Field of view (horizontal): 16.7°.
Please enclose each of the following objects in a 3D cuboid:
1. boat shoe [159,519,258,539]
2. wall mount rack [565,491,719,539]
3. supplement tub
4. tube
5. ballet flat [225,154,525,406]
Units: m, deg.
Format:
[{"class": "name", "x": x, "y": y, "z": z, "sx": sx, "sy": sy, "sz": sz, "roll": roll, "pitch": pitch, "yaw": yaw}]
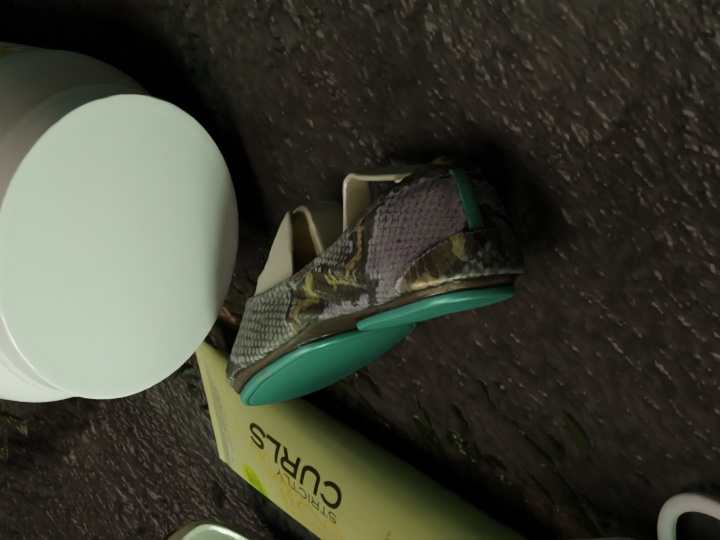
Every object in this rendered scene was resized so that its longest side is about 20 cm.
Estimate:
[{"class": "boat shoe", "x": -0.013, "y": 0.187, "z": 1.149, "sx": 0.200, "sy": 0.075, "sz": 0.068, "roll": 41, "pitch": 149, "yaw": -4}, {"class": "wall mount rack", "x": 0.105, "y": 0.167, "z": 0.955, "sx": 0.173, "sy": 0.074, "sz": 0.201, "roll": 26, "pitch": 141, "yaw": 36}, {"class": "supplement tub", "x": -0.160, "y": -0.025, "z": 1.038, "sx": 0.199, "sy": 0.145, "sz": 0.146, "roll": 14, "pitch": 134, "yaw": 46}, {"class": "tube", "x": -0.005, "y": 0.098, "z": 1.060, "sx": 0.200, "sy": 0.052, "sz": 0.058, "roll": 31, "pitch": 102, "yaw": 39}, {"class": "ballet flat", "x": 0.000, "y": 0.000, "z": 0.942, "sx": 0.072, "sy": 0.072, "sz": 0.200, "roll": 53, "pitch": 150, "yaw": -4}]
